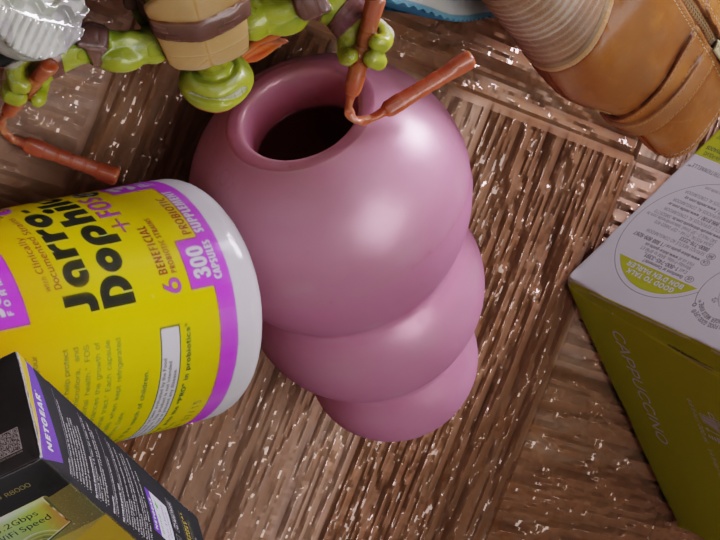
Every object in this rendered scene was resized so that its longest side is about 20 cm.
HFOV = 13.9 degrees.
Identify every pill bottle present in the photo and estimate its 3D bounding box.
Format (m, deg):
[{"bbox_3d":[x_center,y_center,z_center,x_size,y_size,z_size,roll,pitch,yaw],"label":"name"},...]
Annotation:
[{"bbox_3d":[-0.145,0.028,1.190,0.200,0.104,0.105,-13,117,-37],"label":"pill bottle"}]

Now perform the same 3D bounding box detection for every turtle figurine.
[{"bbox_3d":[-0.057,-0.114,1.184,0.199,0.065,0.162,-6,143,2],"label":"turtle figurine"}]

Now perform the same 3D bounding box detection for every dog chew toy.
[{"bbox_3d":[0.000,0.000,1.304,0.125,0.124,0.200,-43,139,-20],"label":"dog chew toy"}]

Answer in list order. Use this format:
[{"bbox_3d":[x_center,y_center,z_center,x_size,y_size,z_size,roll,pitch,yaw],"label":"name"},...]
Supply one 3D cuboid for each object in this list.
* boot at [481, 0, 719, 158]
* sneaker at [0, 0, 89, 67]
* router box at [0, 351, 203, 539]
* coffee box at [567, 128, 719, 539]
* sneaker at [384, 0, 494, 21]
[{"bbox_3d":[0.138,-0.160,1.306,0.155,0.074,0.200,37,84,-42],"label":"boot"},{"bbox_3d":[-0.159,-0.166,1.116,0.069,0.099,0.201,14,68,-44],"label":"sneaker"},{"bbox_3d":[-0.177,0.125,1.154,0.200,0.052,0.157,-26,144,11],"label":"router box"},{"bbox_3d":[0.260,0.041,1.493,0.198,0.200,0.200,-43,131,-18],"label":"coffee box"},{"bbox_3d":[0.041,-0.153,1.308,0.200,0.076,0.081,-8,107,-47],"label":"sneaker"}]
